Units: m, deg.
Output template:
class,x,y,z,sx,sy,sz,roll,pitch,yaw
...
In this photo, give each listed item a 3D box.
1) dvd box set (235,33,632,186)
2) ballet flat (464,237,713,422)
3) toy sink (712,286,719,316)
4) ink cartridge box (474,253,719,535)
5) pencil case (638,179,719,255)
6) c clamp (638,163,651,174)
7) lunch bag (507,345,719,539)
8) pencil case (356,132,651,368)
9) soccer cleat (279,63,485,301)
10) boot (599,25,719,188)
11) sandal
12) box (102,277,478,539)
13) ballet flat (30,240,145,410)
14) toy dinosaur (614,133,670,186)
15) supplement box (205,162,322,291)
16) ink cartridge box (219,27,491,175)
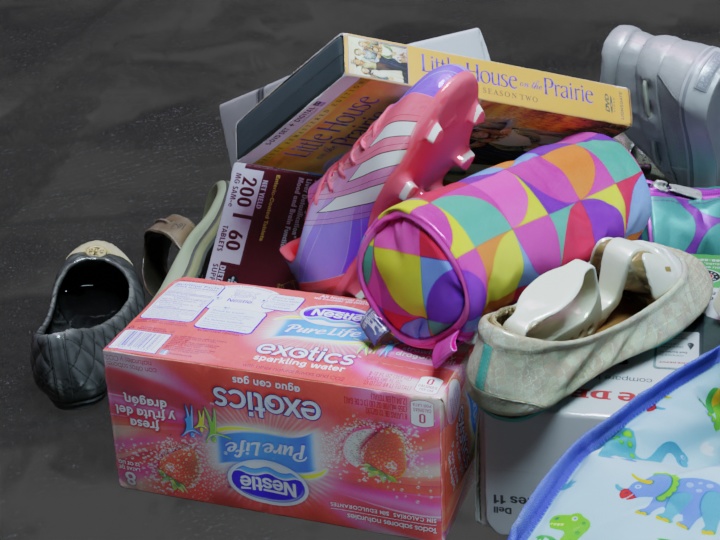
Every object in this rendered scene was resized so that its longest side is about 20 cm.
class,x,y,z,sx,sy,sz,roll,pitch,yaw
dvd box set,0.043,-0.089,0.950,0.200,0.029,0.146,7,-20,-29
ballet flat,0.132,0.017,0.835,0.067,0.062,0.200,23,37,34
toy sink,0.282,-0.001,0.843,0.130,0.112,0.200,35,38,23
ink cartridge box,0.153,0.067,0.895,0.147,0.083,0.200,3,28,13
pencil case,0.277,-0.029,1.063,0.200,0.092,0.085,-7,36,-4
c clamp,0.098,-0.056,1.100,0.171,0.027,0.200,9,27,23
lunch bag,0.146,0.141,0.649,0.127,0.170,0.200,9,27,23
pencil case,0.084,-0.017,0.876,0.088,0.088,0.200,18,31,37
soccer cleat,0.006,-0.049,0.895,0.067,0.200,0.076,-28,64,-40
boot,0.226,-0.105,1.115,0.096,0.200,0.074,28,71,28
sandal,-0.128,-0.008,1.074,0.057,0.080,0.201,18,30,3
box,-0.033,0.075,0.887,0.200,0.095,0.103,7,28,18
ballet flat,-0.182,0.024,1.048,0.066,0.057,0.200,-3,26,-3
toy dinosaur,0.260,-0.093,1.244,0.200,0.077,0.102,17,44,25
supplement box,0.000,0.000,1.003,0.200,0.109,0.061,10,-6,29
ink cartridge box,-0.004,-0.117,1.200,0.146,0.086,0.200,-16,5,-25
